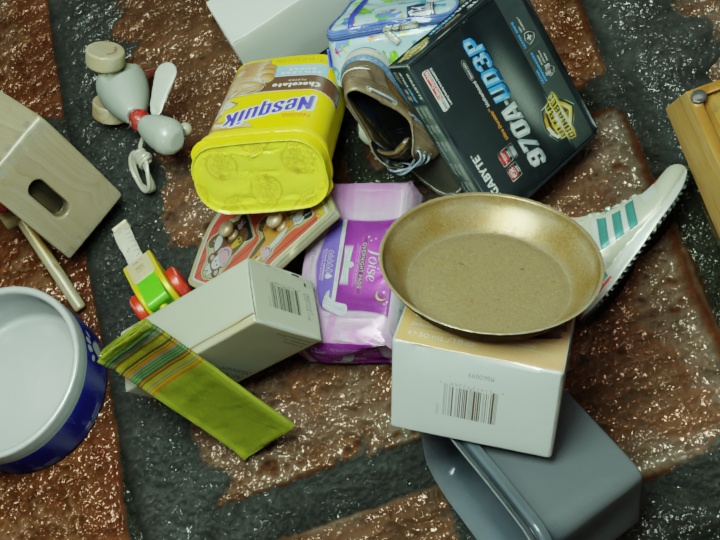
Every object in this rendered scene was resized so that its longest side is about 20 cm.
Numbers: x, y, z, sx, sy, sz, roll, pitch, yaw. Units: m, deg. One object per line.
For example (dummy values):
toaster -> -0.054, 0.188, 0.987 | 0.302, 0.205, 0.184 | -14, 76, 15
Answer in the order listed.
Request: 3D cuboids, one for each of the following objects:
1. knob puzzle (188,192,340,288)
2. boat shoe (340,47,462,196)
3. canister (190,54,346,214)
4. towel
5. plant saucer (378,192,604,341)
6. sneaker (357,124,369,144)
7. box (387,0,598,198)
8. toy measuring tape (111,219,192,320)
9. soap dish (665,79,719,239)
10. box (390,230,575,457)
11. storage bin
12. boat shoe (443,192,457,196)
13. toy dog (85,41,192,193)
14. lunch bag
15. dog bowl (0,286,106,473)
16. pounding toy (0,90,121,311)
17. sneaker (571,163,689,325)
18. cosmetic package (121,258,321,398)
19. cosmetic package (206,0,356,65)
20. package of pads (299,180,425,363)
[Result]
knob puzzle -> -0.124, -0.052, 1.206 | 0.218, 0.030, 0.222 | -28, 41, 27
boat shoe -> 0.044, -0.140, 1.142 | 0.072, 0.200, 0.073 | -27, 31, 37
canister -> -0.093, -0.156, 1.190 | 0.146, 0.087, 0.201 | -4, 37, 12
towel -> -0.166, 0.125, 1.095 | 0.086, 0.199, 0.018 | -33, 30, 35
plant saucer -> 0.114, 0.002, 0.952 | 0.197, 0.036, 0.201 | 0, 39, 0
sneaker -> 0.095, -0.165, 1.208 | 0.197, 0.071, 0.094 | -14, 61, 6
box -> 0.143, -0.178, 1.124 | 0.159, 0.201, 0.046 | -40, 23, -15
toy measuring tape -> -0.241, 0.013, 1.251 | 0.073, 0.074, 0.200 | -37, 41, -3
soap dish -> 0.422, -0.119, 1.102 | 0.155, 0.081, 0.202 | -18, 65, 7
box -> 0.122, 0.053, 1.003 | 0.150, 0.107, 0.201 | 9, 39, 12
storage bin -> 0.164, 0.197, 1.010 | 0.133, 0.147, 0.200 | -25, 46, -15
boat shoe -> 0.098, 0.013, 1.148 | 0.066, 0.057, 0.203 | -5, 66, 13
toy dog -> -0.259, -0.206, 1.321 | 0.096, 0.132, 0.201 | -23, 67, -31
lunch bag -> 0.048, -0.269, 1.213 | 0.158, 0.084, 0.200 | -6, 23, 16
dog bowl -> -0.393, 0.125, 1.223 | 0.197, 0.079, 0.203 | -6, 67, 13
pounding toy -> -0.390, -0.088, 1.272 | 0.183, 0.200, 0.143 | 30, 77, 39
sneaker -> 0.260, -0.045, 1.120 | 0.093, 0.070, 0.201 | 36, 83, 19
cosmetic package -> -0.148, 0.068, 1.125 | 0.199, 0.103, 0.074 | -30, 59, 32
cosmetic package -> -0.073, -0.324, 1.312 | 0.199, 0.108, 0.085 | -32, 62, -1
package of pads -> 0.000, 0.000, 1.170 | 0.119, 0.076, 0.203 | 0, 67, 20
